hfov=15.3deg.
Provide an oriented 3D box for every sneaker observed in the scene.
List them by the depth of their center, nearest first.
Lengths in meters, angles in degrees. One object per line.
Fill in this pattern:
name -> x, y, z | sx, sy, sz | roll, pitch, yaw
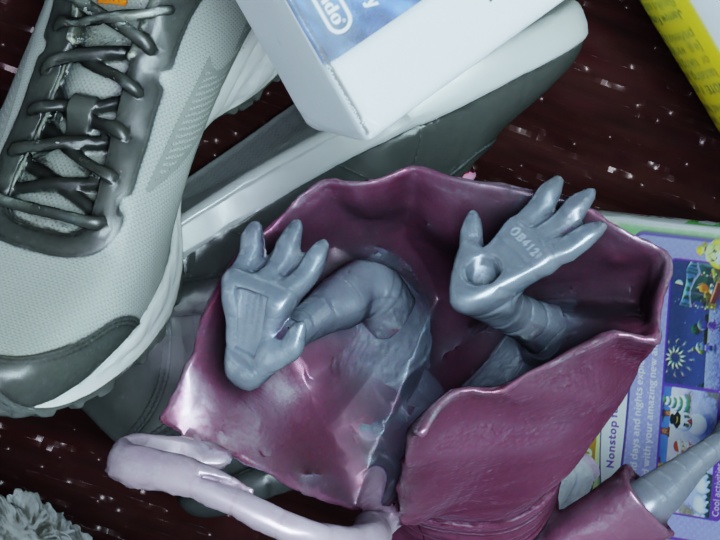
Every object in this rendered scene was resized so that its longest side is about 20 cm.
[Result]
sneaker -> -0.074, -0.048, 0.765 | 0.074, 0.079, 0.201 | 15, 60, 17
sneaker -> 0.000, 0.000, 0.827 | 0.199, 0.071, 0.099 | -33, 103, 1

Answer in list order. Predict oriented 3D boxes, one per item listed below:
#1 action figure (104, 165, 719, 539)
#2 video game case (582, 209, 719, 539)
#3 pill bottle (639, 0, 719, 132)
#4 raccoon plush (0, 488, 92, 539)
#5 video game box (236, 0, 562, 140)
action figure -> 0.033, 0.055, 0.734 | 0.133, 0.200, 0.149 | 23, 66, 20
video game case -> 0.127, 0.089, 0.793 | 0.181, 0.022, 0.201 | 7, 97, 30
pill bottle -> 0.137, -0.101, 0.803 | 0.114, 0.114, 0.201 | -33, 99, -1
raccoon plush -> -0.111, 0.149, 0.794 | 0.134, 0.097, 0.200 | -39, 138, 20
video game box -> 0.018, -0.164, 0.669 | 0.182, 0.047, 0.201 | -37, 111, -16
